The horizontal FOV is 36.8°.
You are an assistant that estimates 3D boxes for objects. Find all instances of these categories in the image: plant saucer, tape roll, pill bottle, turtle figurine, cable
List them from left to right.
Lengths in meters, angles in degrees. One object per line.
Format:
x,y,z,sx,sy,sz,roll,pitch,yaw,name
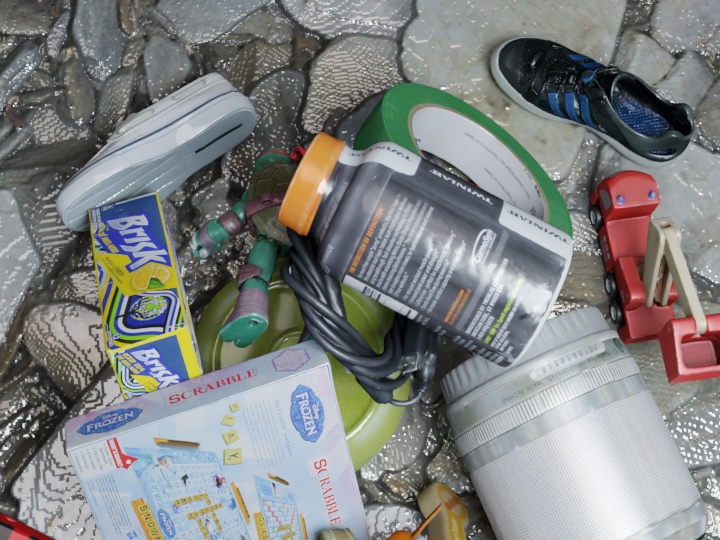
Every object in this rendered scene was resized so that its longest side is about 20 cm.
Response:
-0.070,-0.031,0.908,0.147,0.101,0.203,-2,54,-6,turtle figurine
-0.053,0.082,0.930,0.196,0.031,0.204,1,73,-2,plant saucer
0.000,0.000,0.861,0.162,0.050,0.203,33,46,-35,cable
0.041,-0.022,0.768,0.198,0.106,0.107,27,74,-1,pill bottle
0.087,-0.071,0.909,0.198,0.048,0.202,28,33,-20,tape roll

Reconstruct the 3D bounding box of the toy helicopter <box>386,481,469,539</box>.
0.062,0.224,0.821,0.132,0.201,0.079,37,108,-16,toy helicopter

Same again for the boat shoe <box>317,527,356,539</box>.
0.036,0.277,0.842,0.063,0.073,0.202,-34,93,-12,boat shoe

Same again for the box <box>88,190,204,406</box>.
-0.173,0.020,0.868,0.063,0.071,0.201,-16,37,-8,box

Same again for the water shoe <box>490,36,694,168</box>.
0.215,-0.169,0.992,0.198,0.079,0.072,28,74,5,water shoe

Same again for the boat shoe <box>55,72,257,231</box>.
-0.188,-0.107,0.966,0.198,0.074,0.067,-31,61,-20,boat shoe

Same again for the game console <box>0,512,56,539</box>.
-0.317,0.295,0.859,0.175,0.031,0.202,26,75,-2,game console

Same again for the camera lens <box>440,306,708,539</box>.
0.166,0.151,0.854,0.158,0.160,0.203,-22,76,-9,camera lens

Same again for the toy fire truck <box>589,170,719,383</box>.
0.248,0.000,0.912,0.048,0.141,0.204,-7,74,-5,toy fire truck

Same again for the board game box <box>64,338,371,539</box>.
-0.100,0.172,0.831,0.196,0.203,0.041,-17,30,-8,board game box
